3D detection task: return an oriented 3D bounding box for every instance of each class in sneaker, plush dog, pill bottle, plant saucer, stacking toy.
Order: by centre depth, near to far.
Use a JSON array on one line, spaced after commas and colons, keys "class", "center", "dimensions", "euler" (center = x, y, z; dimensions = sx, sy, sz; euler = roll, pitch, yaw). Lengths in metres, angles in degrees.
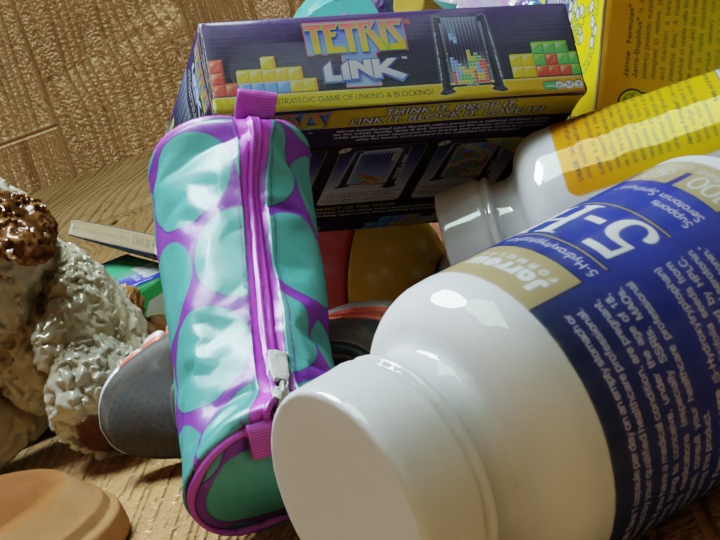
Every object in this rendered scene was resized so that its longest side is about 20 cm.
[{"class": "pill bottle", "center": [0.072, 0.045, 0.741], "dimensions": [0.199, 0.120, 0.119], "euler": [-26, 11, -31]}, {"class": "plant saucer", "center": [-0.212, 0.146, 0.993], "dimensions": [0.199, 0.038, 0.200], "euler": [-20, 10, 4]}, {"class": "sneaker", "center": [-0.060, 0.064, 1.042], "dimensions": [0.199, 0.077, 0.082], "euler": [-16, 17, 25]}, {"class": "pill bottle", "center": [0.145, -0.032, 1.043], "dimensions": [0.199, 0.112, 0.111], "euler": [-18, 10, 8]}, {"class": "stacking toy", "center": [0.000, 0.000, 1.192], "dimensions": [0.199, 0.147, 0.146], "euler": [2, 18, 23]}, {"class": "plush dog", "center": [-0.207, 0.013, 1.203], "dimensions": [0.199, 0.172, 0.161], "euler": [-11, 36, 38]}]

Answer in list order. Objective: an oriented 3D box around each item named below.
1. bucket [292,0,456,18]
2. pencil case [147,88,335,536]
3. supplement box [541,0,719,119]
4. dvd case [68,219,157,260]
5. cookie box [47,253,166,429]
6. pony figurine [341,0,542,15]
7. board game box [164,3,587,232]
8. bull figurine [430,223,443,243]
[{"class": "bucket", "center": [0.014, -0.170, 1.827], "dimensions": [0.206, 0.208, 0.135], "euler": [-18, 12, 7]}, {"class": "pencil case", "center": [-0.050, 0.020, 0.937], "dimensions": [0.084, 0.201, 0.093], "euler": [2, -39, -16]}, {"class": "supplement box", "center": [0.210, -0.112, 1.159], "dimensions": [0.199, 0.110, 0.109], "euler": [4, 4, -14]}, {"class": "dvd case", "center": [-0.102, -0.005, 1.394], "dimensions": [0.148, 0.016, 0.200], "euler": [15, -2, -27]}, {"class": "cookie box", "center": [-0.222, 0.060, 1.368], "dimensions": [0.199, 0.076, 0.171], "euler": [-22, 9, -15]}, {"class": "pony figurine", "center": [0.078, -0.135, 1.288], "dimensions": [0.192, 0.168, 0.199], "euler": [21, 12, 37]}, {"class": "board game box", "center": [0.000, -0.077, 1.084], "dimensions": [0.199, 0.057, 0.165], "euler": [-5, -22, -16]}, {"class": "bull figurine", "center": [0.138, -0.050, 1.301], "dimensions": [0.199, 0.066, 0.121], "euler": [-11, 9, 30]}]
